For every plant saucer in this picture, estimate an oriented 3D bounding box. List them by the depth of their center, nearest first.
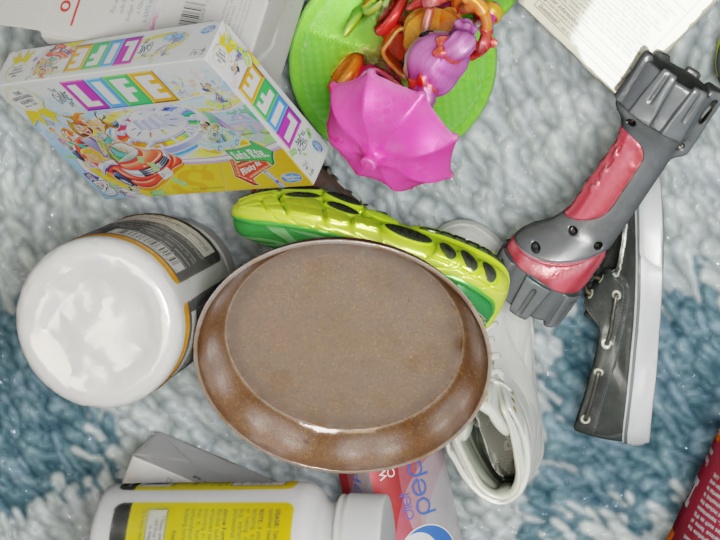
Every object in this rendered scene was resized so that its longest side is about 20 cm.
[{"bbox_3d":[-0.011,0.052,1.228,0.199,0.035,0.201,3,126,4],"label":"plant saucer"}]

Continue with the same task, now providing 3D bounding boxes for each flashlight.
[{"bbox_3d":[0.161,-0.057,1.253,0.068,0.068,0.200,45,118,30],"label":"flashlight"}]

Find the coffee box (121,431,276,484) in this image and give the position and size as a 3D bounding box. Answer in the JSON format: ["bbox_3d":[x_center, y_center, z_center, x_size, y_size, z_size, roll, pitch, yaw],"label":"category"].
[{"bbox_3d":[-0.145,0.240,1.378,0.114,0.080,0.201,23,101,4],"label":"coffee box"}]

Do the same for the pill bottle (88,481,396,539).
[{"bbox_3d":[-0.079,0.203,1.265,0.199,0.114,0.115,-1,99,8],"label":"pill bottle"}]

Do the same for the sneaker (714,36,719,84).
[{"bbox_3d":[0.323,-0.191,1.245,0.200,0.081,0.074,-42,91,12],"label":"sneaker"}]

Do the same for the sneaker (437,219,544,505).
[{"bbox_3d":[0.089,0.065,1.302,0.073,0.116,0.201,-14,95,11],"label":"sneaker"}]

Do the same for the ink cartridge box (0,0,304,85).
[{"bbox_3d":[-0.146,-0.194,1.287,0.199,0.067,0.118,12,75,17],"label":"ink cartridge box"}]

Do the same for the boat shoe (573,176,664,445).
[{"bbox_3d":[0.186,0.028,1.307,0.056,0.069,0.201,4,102,7],"label":"boat shoe"}]

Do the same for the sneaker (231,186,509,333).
[{"bbox_3d":[0.000,0.000,1.252,0.199,0.074,0.084,21,108,6],"label":"sneaker"}]

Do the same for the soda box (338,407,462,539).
[{"bbox_3d":[0.029,0.173,1.340,0.063,0.070,0.201,-16,98,-21],"label":"soda box"}]

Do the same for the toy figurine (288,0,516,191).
[{"bbox_3d":[0.042,-0.132,1.222,0.150,0.184,0.200,37,107,-16],"label":"toy figurine"}]

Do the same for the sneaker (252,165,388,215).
[{"bbox_3d":[-0.021,-0.034,1.335,0.082,0.077,0.201,-21,97,-17],"label":"sneaker"}]

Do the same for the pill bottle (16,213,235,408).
[{"bbox_3d":[-0.155,0.021,1.282,0.116,0.200,0.117,1,98,10],"label":"pill bottle"}]

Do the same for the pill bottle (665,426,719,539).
[{"bbox_3d":[0.277,0.195,1.297,0.113,0.113,0.201,24,101,3],"label":"pill bottle"}]

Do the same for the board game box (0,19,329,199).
[{"bbox_3d":[-0.139,-0.106,1.263,0.199,0.034,0.134,-2,143,37],"label":"board game box"}]

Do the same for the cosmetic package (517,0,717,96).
[{"bbox_3d":[0.212,-0.225,1.259,0.104,0.073,0.200,44,102,-1],"label":"cosmetic package"}]
